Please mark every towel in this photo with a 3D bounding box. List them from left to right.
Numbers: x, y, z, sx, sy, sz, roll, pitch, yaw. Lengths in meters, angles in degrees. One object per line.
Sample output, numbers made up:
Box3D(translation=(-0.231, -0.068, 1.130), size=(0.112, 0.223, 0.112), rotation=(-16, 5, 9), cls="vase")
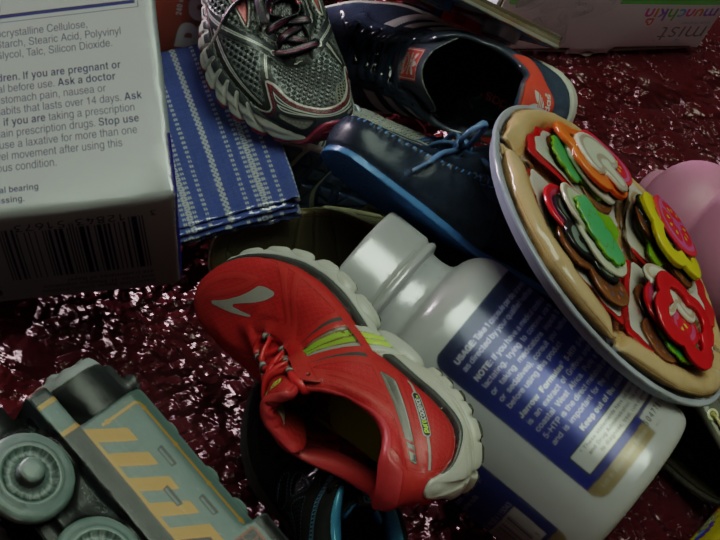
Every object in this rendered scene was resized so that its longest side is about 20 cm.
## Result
Box3D(translation=(-0.146, -0.058, 1.189), size=(0.200, 0.024, 0.145), rotation=(-16, 53, -9), cls="towel")

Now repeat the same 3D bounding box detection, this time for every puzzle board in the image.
Box3D(translation=(0.027, -0.182, 1.340), size=(0.151, 0.017, 0.200), rotation=(23, 3, -21), cls="puzzle board")

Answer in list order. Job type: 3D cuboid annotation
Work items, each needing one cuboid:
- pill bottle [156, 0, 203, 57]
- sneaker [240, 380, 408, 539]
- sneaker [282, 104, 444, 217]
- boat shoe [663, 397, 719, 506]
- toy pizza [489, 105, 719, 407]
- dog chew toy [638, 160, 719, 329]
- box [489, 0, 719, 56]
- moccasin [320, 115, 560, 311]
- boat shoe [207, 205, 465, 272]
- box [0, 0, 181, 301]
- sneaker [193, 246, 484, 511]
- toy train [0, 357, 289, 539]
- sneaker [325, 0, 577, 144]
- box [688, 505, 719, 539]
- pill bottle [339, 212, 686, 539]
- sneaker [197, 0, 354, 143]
Box3D(translation=(-0.133, -0.167, 1.279), size=(0.200, 0.112, 0.112), rotation=(3, 49, -23), cls="pill bottle")
Box3D(translation=(-0.008, 0.121, 1.095), size=(0.073, 0.082, 0.200), rotation=(-2, 50, -24), cls="sneaker")
Box3D(translation=(-0.016, -0.061, 1.278), size=(0.200, 0.077, 0.085), rotation=(9, 37, -29), cls="sneaker")
Box3D(translation=(0.169, 0.059, 1.246), size=(0.202, 0.072, 0.060), rotation=(45, 41, 12), cls="boat shoe")
Box3D(translation=(0.147, -0.014, 1.159), size=(0.200, 0.032, 0.200), rotation=(39, 30, -27), cls="toy pizza")
Box3D(translation=(0.254, 0.004, 1.310), size=(0.200, 0.125, 0.124), rotation=(40, 44, 24), cls="dog chew toy")
Box3D(translation=(0.146, -0.249, 1.504), size=(0.200, 0.097, 0.177), rotation=(-3, 49, -30), cls="box")
Box3D(translation=(0.065, -0.043, 1.193), size=(0.200, 0.068, 0.080), rotation=(31, -6, -32), cls="moccasin")
Box3D(translation=(0.001, -0.003, 1.235), size=(0.200, 0.063, 0.073), rotation=(-2, 94, -23), cls="boat shoe")
Box3D(translation=(-0.196, -0.092, 1.118), size=(0.184, 0.105, 0.200), rotation=(-6, 64, -4), cls="box")
Box3D(translation=(-0.025, 0.053, 1.064), size=(0.085, 0.077, 0.200), rotation=(-15, 39, -43), cls="sneaker")
Box3D(translation=(-0.109, 0.134, 1.018), size=(0.114, 0.085, 0.200), rotation=(-35, 77, -34), cls="toy train")
Box3D(translation=(0.034, -0.128, 1.303), size=(0.200, 0.075, 0.084), rotation=(15, 5, 24), cls="sneaker")
Box3D(translation=(0.288, 0.181, 1.084), size=(0.193, 0.122, 0.200), rotation=(-42, 95, -30), cls="box")
Box3D(translation=(0.067, 0.064, 1.145), size=(0.200, 0.120, 0.120), rotation=(40, 45, 4), cls="pill bottle")
Box3D(translation=(-0.060, -0.162, 1.194), size=(0.081, 0.075, 0.200), rotation=(-16, 70, -31), cls="sneaker")
